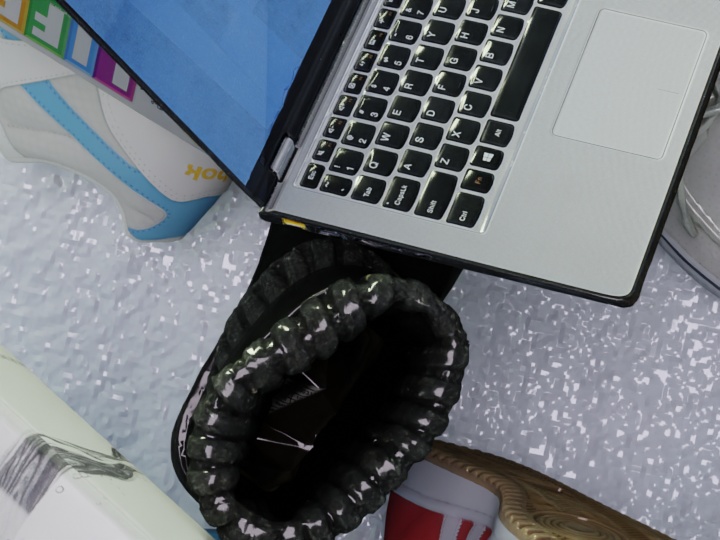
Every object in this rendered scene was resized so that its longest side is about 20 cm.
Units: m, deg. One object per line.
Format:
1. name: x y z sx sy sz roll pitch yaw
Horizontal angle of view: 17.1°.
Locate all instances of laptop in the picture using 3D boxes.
1. laptop: 0.020 -0.115 0.774 0.199 0.116 0.188 14 58 16

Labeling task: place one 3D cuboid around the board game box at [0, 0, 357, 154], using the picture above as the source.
1. board game box: -0.080 -0.128 0.865 0.199 0.034 0.135 32 49 10

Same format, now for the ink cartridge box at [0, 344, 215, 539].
1. ink cartridge box: -0.115 0.123 0.744 0.200 0.084 0.146 41 94 16

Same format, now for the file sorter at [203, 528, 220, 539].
1. file sorter: -0.126 0.176 0.855 0.122 0.139 0.202 15 87 14

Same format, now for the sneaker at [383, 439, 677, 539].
1. sneaker: 0.050 0.131 0.814 0.071 0.200 0.113 15 93 -19

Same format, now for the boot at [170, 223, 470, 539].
1. boot: 0.002 0.002 0.832 0.079 0.158 0.212 24 82 -4

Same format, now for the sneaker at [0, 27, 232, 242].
1. sneaker: -0.127 -0.090 0.910 0.200 0.076 0.081 37 116 20

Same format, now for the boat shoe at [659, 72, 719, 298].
1. boat shoe: 0.116 -0.071 0.865 0.074 0.086 0.203 -30 81 5
